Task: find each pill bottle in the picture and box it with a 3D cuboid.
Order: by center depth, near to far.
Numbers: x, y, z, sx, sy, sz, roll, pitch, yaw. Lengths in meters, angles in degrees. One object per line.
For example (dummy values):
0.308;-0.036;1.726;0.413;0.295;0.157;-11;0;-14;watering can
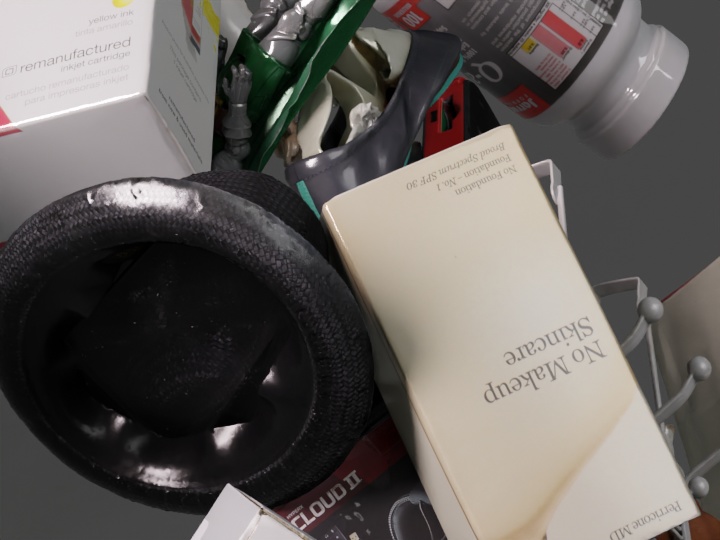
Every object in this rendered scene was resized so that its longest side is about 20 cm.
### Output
0.114;-0.169;1.217;0.199;0.116;0.116;34;43;-13;pill bottle

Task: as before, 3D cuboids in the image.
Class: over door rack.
0.152;0.043;0.996;0.148;0.066;0.201;46;23;-47;over door rack

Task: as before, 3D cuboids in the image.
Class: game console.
0.088;-0.009;1.063;0.178;0.031;0.201;59;17;-23;game console

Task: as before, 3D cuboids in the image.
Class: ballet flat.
0.005;-0.090;0.987;0.073;0.073;0.201;37;40;-10;ballet flat

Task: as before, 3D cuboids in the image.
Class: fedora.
-0.075;0.020;0.850;0.200;0.201;0.092;38;40;-9;fedora

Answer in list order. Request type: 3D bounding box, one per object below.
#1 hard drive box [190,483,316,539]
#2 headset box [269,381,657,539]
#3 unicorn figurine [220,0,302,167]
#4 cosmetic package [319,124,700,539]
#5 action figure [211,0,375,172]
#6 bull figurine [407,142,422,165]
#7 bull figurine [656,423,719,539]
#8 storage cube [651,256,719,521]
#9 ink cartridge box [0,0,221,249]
-0.011;0.213;0.785;0.199;0.077;0.157;36;83;-13;hard drive box
0.054;0.142;0.907;0.148;0.077;0.201;-37;83;-15;headset box
-0.079;-0.147;1.073;0.137;0.073;0.202;-2;76;-73;unicorn figurine
0.064;0.047;0.855;0.103;0.073;0.202;-24;78;-11;cosmetic package
-0.056;-0.099;0.958;0.054;0.201;0.118;23;15;-27;action figure
0.000;0.000;1.014;0.121;0.065;0.200;39;40;5;bull figurine
0.160;0.158;1.041;0.199;0.065;0.122;-2;56;-43;bull figurine
0.314;0.067;1.159;0.178;0.171;0.202;9;54;-33;storage cube
-0.151;-0.120;0.928;0.084;0.144;0.202;61;22;-48;ink cartridge box
